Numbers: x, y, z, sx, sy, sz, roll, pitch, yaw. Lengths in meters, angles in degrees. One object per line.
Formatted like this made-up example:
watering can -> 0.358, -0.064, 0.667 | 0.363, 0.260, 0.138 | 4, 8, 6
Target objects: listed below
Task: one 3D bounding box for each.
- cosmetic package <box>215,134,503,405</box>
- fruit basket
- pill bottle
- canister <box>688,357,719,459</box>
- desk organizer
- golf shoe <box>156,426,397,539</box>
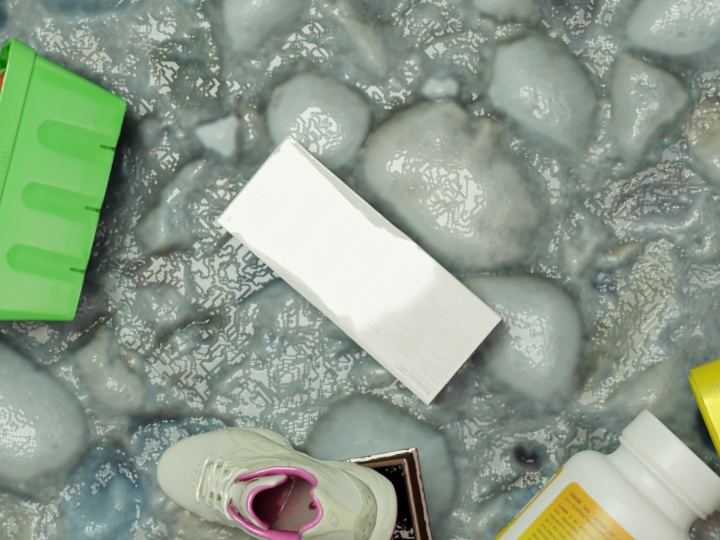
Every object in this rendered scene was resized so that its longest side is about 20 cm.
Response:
cosmetic package -> 0.000, 0.000, 1.594 | 0.200, 0.051, 0.083 | 41, 90, 5
fruit basket -> -0.283, -0.067, 1.582 | 0.215, 0.155, 0.216 | -1, 93, -12
pill bottle -> 0.158, 0.196, 1.545 | 0.111, 0.111, 0.200 | 43, 93, 4
canister -> 0.342, 0.097, 1.546 | 0.199, 0.087, 0.149 | -22, 87, 6
desk organizer -> 0.020, 0.231, 1.574 | 0.071, 0.077, 0.201 | -10, 88, 4
golf shoe -> -0.072, 0.148, 1.550 | 0.200, 0.091, 0.076 | 8, 88, 35
